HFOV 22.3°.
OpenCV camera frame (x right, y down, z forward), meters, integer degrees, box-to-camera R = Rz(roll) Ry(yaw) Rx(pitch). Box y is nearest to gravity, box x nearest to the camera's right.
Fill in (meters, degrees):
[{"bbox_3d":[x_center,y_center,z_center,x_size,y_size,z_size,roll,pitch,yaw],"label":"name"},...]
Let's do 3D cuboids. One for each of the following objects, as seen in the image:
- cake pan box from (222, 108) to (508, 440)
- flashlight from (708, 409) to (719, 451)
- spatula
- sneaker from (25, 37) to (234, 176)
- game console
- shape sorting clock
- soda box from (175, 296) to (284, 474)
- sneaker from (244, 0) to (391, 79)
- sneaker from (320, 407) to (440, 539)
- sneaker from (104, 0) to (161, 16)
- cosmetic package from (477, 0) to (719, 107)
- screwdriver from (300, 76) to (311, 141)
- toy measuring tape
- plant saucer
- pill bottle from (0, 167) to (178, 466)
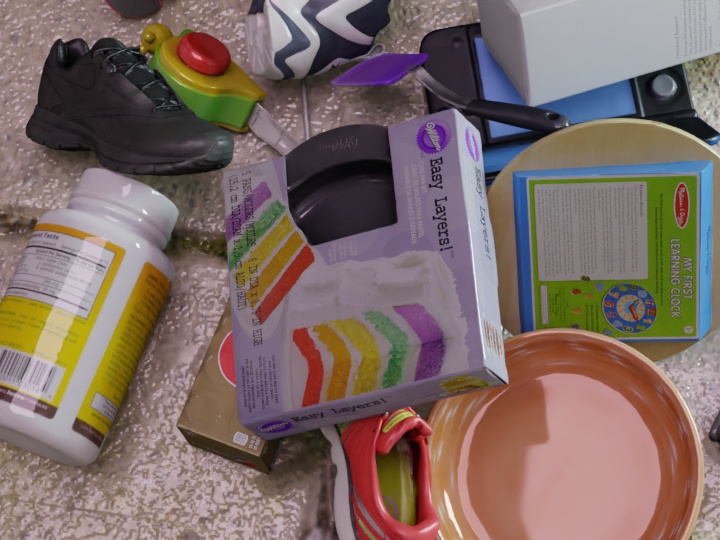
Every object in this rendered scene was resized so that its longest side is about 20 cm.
[{"bbox_3d":[0.000,0.000,1.242,0.183,0.052,0.201,-12,66,19],"label":"cake pan box"},{"bbox_3d":[0.317,0.046,1.287,0.068,0.068,0.201,24,77,16],"label":"flashlight"},{"bbox_3d":[0.068,-0.128,1.320,0.199,0.021,0.056,22,44,33],"label":"spatula"},{"bbox_3d":[-0.172,-0.122,1.343,0.199,0.076,0.091,18,105,34],"label":"sneaker"},{"bbox_3d":[0.148,-0.134,1.337,0.199,0.118,0.172,-9,71,2],"label":"game console"},{"bbox_3d":[0.177,-0.017,1.274,0.199,0.201,0.039,2,32,6],"label":"shape sorting clock"},{"bbox_3d":[-0.062,0.040,1.327,0.067,0.064,0.201,19,74,11],"label":"soda box"},{"bbox_3d":[-0.023,-0.247,1.386,0.129,0.079,0.201,-4,85,-24],"label":"sneaker"},{"bbox_3d":[0.018,0.104,1.261,0.077,0.085,0.201,-6,75,-30],"label":"sneaker"},{"bbox_3d":[-0.135,-0.291,1.448,0.199,0.079,0.096,-33,60,-7],"label":"sneaker"},{"bbox_3d":[0.192,-0.203,1.327,0.199,0.085,0.108,-17,39,-5],"label":"cosmetic package"},{"bbox_3d":[-0.045,-0.160,1.412,0.028,0.029,0.201,-6,70,4],"label":"screwdriver"},{"bbox_3d":[-0.105,-0.120,1.378,0.074,0.074,0.200,-42,70,-9],"label":"toy measuring tape"},{"bbox_3d":[0.140,0.142,1.275,0.199,0.037,0.202,-3,78,12],"label":"plant saucer"},{"bbox_3d":[-0.205,0.032,1.320,0.109,0.109,0.201,19,74,11],"label":"pill bottle"}]
